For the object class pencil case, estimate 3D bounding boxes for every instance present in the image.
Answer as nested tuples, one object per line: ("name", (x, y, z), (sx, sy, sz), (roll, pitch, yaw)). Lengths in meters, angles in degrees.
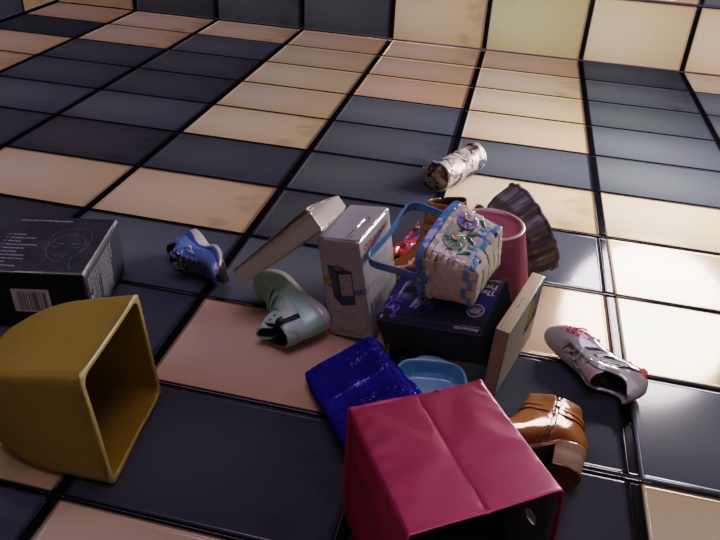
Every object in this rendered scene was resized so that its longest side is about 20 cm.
("pencil case", (0.251, -0.276, 1.883), (0.089, 0.078, 0.199), (42, 46, 18))

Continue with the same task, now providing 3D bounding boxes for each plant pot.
("plant pot", (-0.431, 0.163, 1.039), (0.197, 0.196, 0.196), (2, 32, 8))
("plant pot", (0.239, -0.012, 1.375), (0.197, 0.181, 0.201), (2, 32, -1))

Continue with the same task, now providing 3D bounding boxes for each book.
("book", (-0.126, -0.056, 1.309), (0.048, 0.199, 0.134), (54, 27, -3))

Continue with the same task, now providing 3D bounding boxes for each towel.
("towel", (0.004, 0.184, 1.124), (0.146, 0.050, 0.200), (-24, 31, -13))

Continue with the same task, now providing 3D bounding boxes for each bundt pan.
("bundt pan", (0.326, -0.075, 1.486), (0.075, 0.203, 0.202), (-27, 38, -4))

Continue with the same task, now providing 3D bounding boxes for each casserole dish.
("casserole dish", (0.112, 0.213, 1.143), (0.119, 0.039, 0.201), (4, 32, 2))

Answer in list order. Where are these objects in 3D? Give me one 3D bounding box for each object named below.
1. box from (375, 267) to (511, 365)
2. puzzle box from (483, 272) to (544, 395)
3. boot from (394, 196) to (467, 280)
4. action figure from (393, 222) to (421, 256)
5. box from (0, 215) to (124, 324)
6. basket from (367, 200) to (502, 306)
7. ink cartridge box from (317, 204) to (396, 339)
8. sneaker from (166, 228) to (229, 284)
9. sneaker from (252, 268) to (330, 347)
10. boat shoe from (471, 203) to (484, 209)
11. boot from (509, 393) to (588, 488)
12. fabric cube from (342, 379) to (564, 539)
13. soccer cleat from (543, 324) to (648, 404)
("box", (0.147, 0.076, 1.257), (0.198, 0.079, 0.142), (6, 47, 31))
("puzzle box", (0.266, 0.106, 1.237), (0.025, 0.134, 0.200), (19, 35, 22))
("boot", (0.139, -0.066, 1.471), (0.198, 0.157, 0.077), (-12, 35, -22))
("action figure", (0.137, -0.067, 1.579), (0.199, 0.052, 0.065), (-25, 46, -34))
("box", (-0.570, -0.002, 1.335), (0.197, 0.125, 0.198), (2, 34, -1))
("basket", (0.134, -0.041, 1.228), (0.198, 0.140, 0.177), (16, 49, 26))
("ink cartridge box", (0.000, 0.000, 1.307), (0.086, 0.202, 0.145), (8, 32, 23))
("sneaker", (-0.330, -0.015, 1.438), (0.089, 0.079, 0.199), (-26, 34, -27))
("sneaker", (-0.161, 0.067, 1.311), (0.118, 0.075, 0.199), (-25, 42, -38))
("boat shoe", (0.260, -0.081, 1.590), (0.071, 0.066, 0.201), (7, 33, 5))
("boot", (0.247, 0.234, 1.090), (0.198, 0.074, 0.155), (25, 34, 5))
("fabric cube", (0.101, 0.287, 0.881), (0.197, 0.198, 0.200), (-9, 32, -17))
("soccer cleat", (0.394, 0.158, 1.230), (0.199, 0.069, 0.085), (34, 39, 32))
